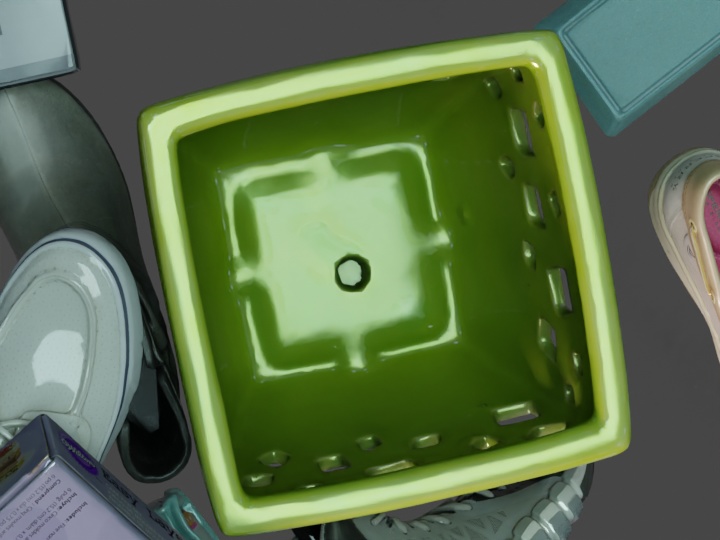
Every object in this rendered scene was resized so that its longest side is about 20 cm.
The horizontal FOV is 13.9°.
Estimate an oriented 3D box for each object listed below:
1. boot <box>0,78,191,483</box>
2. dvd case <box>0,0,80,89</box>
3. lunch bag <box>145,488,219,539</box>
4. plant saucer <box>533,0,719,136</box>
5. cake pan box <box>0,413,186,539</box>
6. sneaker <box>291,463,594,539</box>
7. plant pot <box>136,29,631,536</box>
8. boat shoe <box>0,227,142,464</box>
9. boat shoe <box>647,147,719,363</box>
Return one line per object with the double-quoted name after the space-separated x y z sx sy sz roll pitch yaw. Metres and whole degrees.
-0.125 -0.003 1.391 0.067 0.131 0.201 -24 97 -7 "boot"
-0.225 -0.176 1.398 0.149 0.025 0.201 -12 91 1 "dvd case"
-0.090 0.230 1.419 0.170 0.122 0.200 -40 93 -5 "lunch bag"
0.184 -0.154 1.488 0.200 0.019 0.070 -38 98 -4 "plant saucer"
-0.146 0.191 1.299 0.200 0.052 0.184 -44 114 7 "cake pan box"
0.030 0.122 1.419 0.115 0.075 0.200 40 48 -4 "sneaker"
0.000 0.000 1.386 0.198 0.181 0.201 -11 95 -9 "plant pot"
-0.153 0.079 1.310 0.071 0.070 0.201 24 107 10 "boat shoe"
0.213 0.030 1.478 0.074 0.069 0.200 -37 98 -5 "boat shoe"
